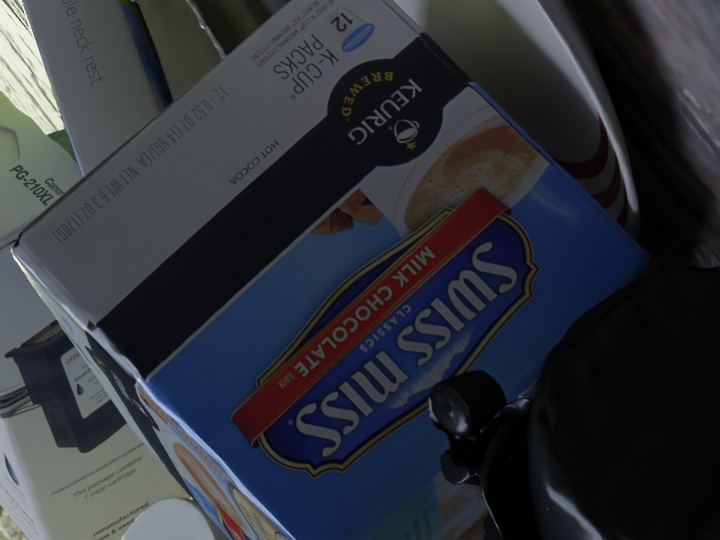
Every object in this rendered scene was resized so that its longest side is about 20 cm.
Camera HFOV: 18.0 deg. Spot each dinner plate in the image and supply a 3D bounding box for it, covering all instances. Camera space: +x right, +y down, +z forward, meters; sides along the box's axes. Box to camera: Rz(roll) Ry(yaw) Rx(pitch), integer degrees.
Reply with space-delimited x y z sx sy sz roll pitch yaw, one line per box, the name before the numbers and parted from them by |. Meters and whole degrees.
dinner plate | 0.020 -0.087 0.666 0.200 0.024 0.200 50 170 12

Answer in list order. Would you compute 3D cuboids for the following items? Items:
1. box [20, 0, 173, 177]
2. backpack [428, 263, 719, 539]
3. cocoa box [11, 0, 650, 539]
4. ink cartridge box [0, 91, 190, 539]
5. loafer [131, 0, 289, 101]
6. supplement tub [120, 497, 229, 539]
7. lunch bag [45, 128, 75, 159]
box | -0.106 -0.076 1.013 0.122 0.047 0.201 67 -179 -60
backpack | 0.106 0.088 0.617 0.167 0.126 0.200 55 170 14
cocoa box | -0.002 0.025 0.716 0.131 0.133 0.200 46 170 16
ink cartridge box | -0.169 0.024 1.111 0.145 0.084 0.201 39 151 45
loafer | -0.044 -0.068 0.876 0.200 0.070 0.075 48 169 18
supplement tub | -0.005 0.175 0.986 0.199 0.145 0.144 14 -169 -31
lunch bag | -0.083 0.020 1.213 0.170 0.127 0.201 41 155 44
